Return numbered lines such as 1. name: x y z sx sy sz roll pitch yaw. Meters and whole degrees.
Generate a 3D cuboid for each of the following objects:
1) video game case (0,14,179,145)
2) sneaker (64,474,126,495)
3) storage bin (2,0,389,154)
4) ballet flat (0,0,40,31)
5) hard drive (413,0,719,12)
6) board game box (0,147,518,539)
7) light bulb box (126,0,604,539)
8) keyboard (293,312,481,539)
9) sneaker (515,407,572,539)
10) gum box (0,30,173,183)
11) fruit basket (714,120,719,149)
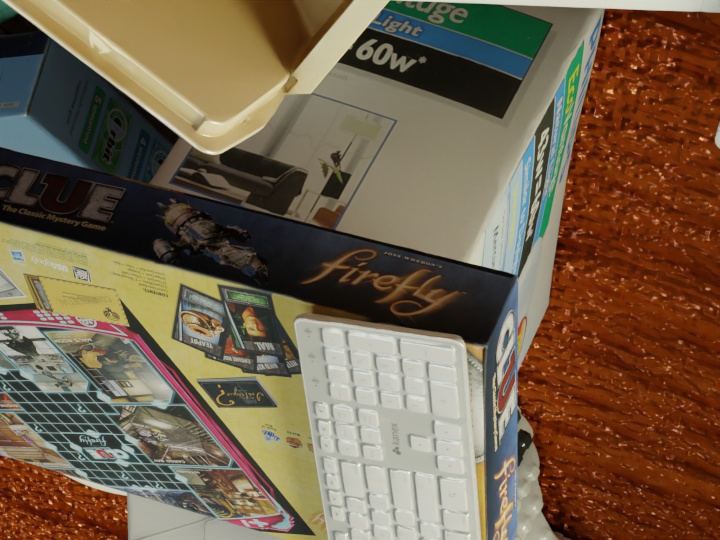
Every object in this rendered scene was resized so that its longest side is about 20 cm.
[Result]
1. video game case: -0.166 -0.057 1.140 0.182 0.022 0.200 32 142 0
2. sneaker: -0.068 0.063 1.149 0.199 0.080 0.131 21 144 -18
3. storage bin: -0.047 -0.165 0.702 0.198 0.094 0.200 38 131 -8
4. ballet flat: -0.138 -0.126 1.004 0.199 0.068 0.070 -23 121 38
5. hard drive: 0.040 -0.152 0.794 0.198 0.027 0.133 2 126 0
6. board game box: -0.044 0.035 0.824 0.199 0.035 0.136 15 139 16
7. light bulb box: 0.000 0.000 0.946 0.124 0.201 0.199 20 141 12
8. keyboard: 0.015 0.088 0.809 0.056 0.011 0.201 12 138 19
9. sneaker: 0.053 0.123 1.155 0.081 0.075 0.201 7 136 41
10. gum box: -0.151 -0.030 1.057 0.169 0.045 0.200 -2 152 31
11. fruit basket: 0.234 -0.073 0.800 0.199 0.094 0.186 21 141 8
